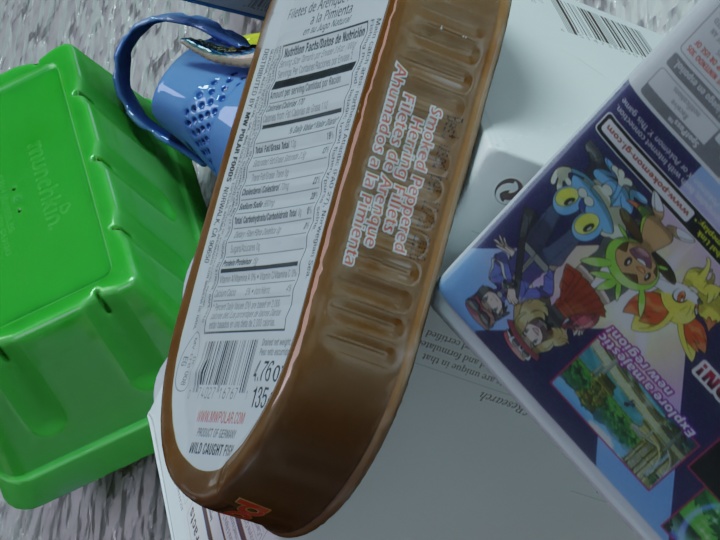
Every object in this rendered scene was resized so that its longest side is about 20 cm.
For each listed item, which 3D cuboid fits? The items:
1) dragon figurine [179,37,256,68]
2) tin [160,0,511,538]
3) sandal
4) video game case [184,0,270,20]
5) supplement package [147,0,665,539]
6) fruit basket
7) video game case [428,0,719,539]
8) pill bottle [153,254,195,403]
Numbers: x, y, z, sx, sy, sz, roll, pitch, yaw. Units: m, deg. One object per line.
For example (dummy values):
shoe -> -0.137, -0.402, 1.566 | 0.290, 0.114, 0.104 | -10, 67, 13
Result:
dragon figurine -> 0.007, -0.143, 1.171 | 0.200, 0.059, 0.100 | -16, 60, 50
tin -> -0.009, -0.023, 0.795 | 0.112, 0.042, 0.201 | -2, 70, 62
sandal -> -0.059, -0.068, 1.246 | 0.080, 0.087, 0.200 | -66, 27, 8
video game case -> -0.028, -0.180, 1.183 | 0.200, 0.143, 0.018 | -46, 42, 45
supplement package -> 0.044, 0.029, 0.877 | 0.201, 0.151, 0.151 | -62, 24, 23
fruit basket -> -0.133, 0.025, 1.312 | 0.155, 0.216, 0.216 | -25, 38, 6
video game case -> 0.132, 0.028, 0.691 | 0.023, 0.200, 0.182 | -36, -9, -47
pill bottle -> 0.000, 0.000, 1.043 | 0.200, 0.112, 0.112 | -53, 31, 38
